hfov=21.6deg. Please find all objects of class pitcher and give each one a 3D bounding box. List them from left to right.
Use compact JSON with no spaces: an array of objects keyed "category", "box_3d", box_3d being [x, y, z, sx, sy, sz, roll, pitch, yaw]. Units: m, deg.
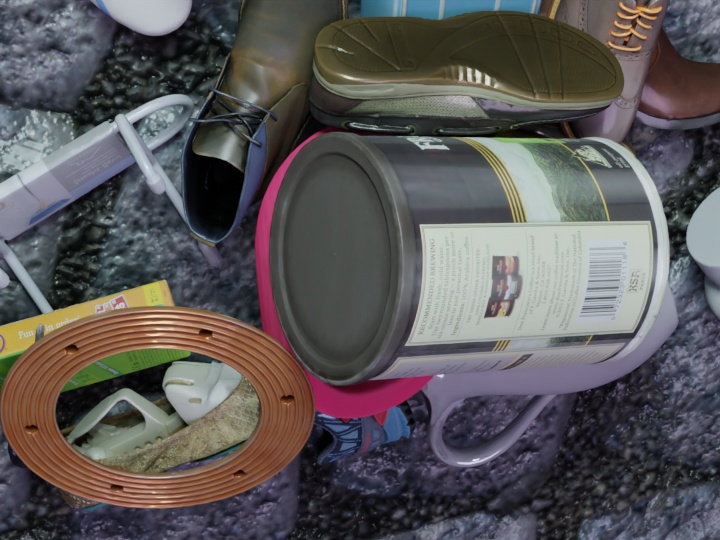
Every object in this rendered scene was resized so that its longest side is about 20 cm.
[{"category":"pitcher","box_3d":[0.125,0.053,1.353,0.199,0.121,0.172,-20,130,2]}]

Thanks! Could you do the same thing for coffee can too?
[{"category":"coffee can","box_3d":[0.065,-0.009,1.146,0.199,0.146,0.147,-2,120,-33]}]

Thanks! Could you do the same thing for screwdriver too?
[{"category":"screwdriver","box_3d":[-0.212,0.085,1.225,0.028,0.029,0.200,-10,159,-18]}]

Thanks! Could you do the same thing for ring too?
[{"category":"ring","box_3d":[-0.128,0.086,1.200,0.199,0.019,0.201,-4,137,-3]}]

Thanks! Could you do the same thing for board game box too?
[{"category":"board game box","box_3d":[-0.214,0.059,1.231,0.199,0.030,0.096,-18,160,-5]}]

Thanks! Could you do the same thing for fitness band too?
[{"category":"fitness band","box_3d":[0.000,0.000,1.224,0.143,0.037,0.201,-19,119,-26]}]

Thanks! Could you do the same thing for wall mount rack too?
[{"category":"wall mount rack","box_3d":[-0.174,-0.024,1.215,0.200,0.075,0.174,-31,163,-1]}]

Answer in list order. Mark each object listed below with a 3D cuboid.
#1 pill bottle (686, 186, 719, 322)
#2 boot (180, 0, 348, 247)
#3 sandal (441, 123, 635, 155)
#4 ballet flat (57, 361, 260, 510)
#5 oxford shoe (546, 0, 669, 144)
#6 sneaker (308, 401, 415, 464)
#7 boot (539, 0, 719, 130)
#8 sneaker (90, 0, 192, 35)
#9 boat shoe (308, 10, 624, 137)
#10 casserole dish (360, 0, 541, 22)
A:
[{"category":"pill bottle","box_3d":[0.327,0.021,1.413,0.111,0.111,0.200,-41,125,5]},{"category":"boot","box_3d":[-0.059,-0.105,1.159,0.074,0.097,0.200,20,131,2]},{"category":"sandal","box_3d":[0.091,-0.071,1.267,0.199,0.054,0.080,9,151,-12]},{"category":"ballet flat","box_3d":[-0.131,0.102,1.284,0.199,0.071,0.065,-27,117,14]},{"category":"oxford shoe","box_3d":[0.161,-0.165,1.200,0.071,0.073,0.201,-2,112,-10]},{"category":"sneaker","box_3d":[-0.033,0.064,1.315,0.095,0.079,0.200,-28,125,-2]},{"category":"boot","box_3d":[0.191,-0.201,1.267,0.187,0.069,0.201,5,112,-10]},{"category":"sneaker","box_3d":[-0.153,-0.216,1.106,0.072,0.073,0.200,-30,127,-5]},{"category":"boat shoe","box_3d":[0.063,-0.117,1.171,0.199,0.073,0.065,4,144,-14]},{"category":"casserole dish","box_3d":[0.064,-0.189,1.163,0.121,0.039,0.200,-11,142,-13]}]
